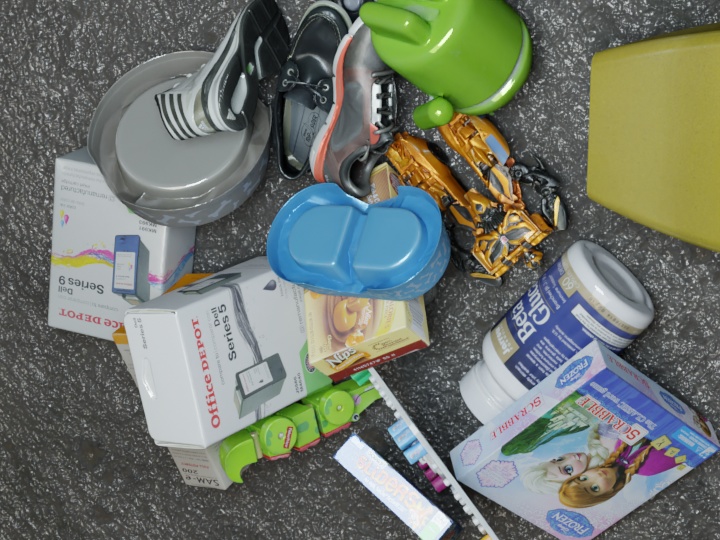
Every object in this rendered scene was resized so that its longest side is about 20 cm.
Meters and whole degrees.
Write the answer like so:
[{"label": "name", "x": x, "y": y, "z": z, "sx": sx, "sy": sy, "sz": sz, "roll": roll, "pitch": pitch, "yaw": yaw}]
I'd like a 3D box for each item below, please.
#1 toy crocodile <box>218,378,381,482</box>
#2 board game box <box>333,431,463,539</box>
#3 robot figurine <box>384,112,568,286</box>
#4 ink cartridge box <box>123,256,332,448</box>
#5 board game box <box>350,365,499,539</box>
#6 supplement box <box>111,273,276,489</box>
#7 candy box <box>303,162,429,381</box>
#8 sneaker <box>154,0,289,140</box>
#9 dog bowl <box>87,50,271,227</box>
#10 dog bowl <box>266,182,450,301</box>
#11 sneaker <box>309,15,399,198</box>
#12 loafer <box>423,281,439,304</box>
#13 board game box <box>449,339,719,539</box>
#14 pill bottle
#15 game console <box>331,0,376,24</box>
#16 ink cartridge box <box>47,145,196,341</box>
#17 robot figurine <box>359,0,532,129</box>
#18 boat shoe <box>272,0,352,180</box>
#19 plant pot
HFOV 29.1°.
[{"label": "toy crocodile", "x": -0.063, "y": 0.166, "z": 1.497, "sx": 0.067, "sy": 0.199, "sz": 0.062, "roll": 14, "pitch": 123, "yaw": 58}, {"label": "board game box", "x": 0.044, "y": 0.236, "z": 1.457, "sx": 0.135, "sy": 0.200, "sz": 0.035, "roll": 41, "pitch": 85, "yaw": 13}, {"label": "robot figurine", "x": 0.117, "y": -0.080, "z": 1.420, "sx": 0.145, "sy": 0.058, "sz": 0.200, "roll": -43, "pitch": 82, "yaw": 25}, {"label": "ink cartridge box", "x": -0.133, "y": 0.081, "z": 1.437, "sx": 0.083, "sy": 0.199, "sz": 0.147, "roll": -1, "pitch": 106, "yaw": 41}, {"label": "board game box", "x": 0.065, "y": 0.190, "z": 1.416, "sx": 0.026, "sy": 0.200, "sz": 0.201, "roll": -37, "pitch": 117, "yaw": -2}, {"label": "supplement box", "x": -0.170, "y": 0.120, "z": 1.514, "sx": 0.073, "sy": 0.126, "sz": 0.202, "roll": -1, "pitch": 120, "yaw": 42}, {"label": "candy box", "x": 0.000, "y": 0.000, "z": 1.428, "sx": 0.115, "sy": 0.055, "sz": 0.202, "roll": -21, "pitch": 54, "yaw": 23}, {"label": "sneaker", "x": -0.151, "y": -0.207, "z": 1.421, "sx": 0.114, "sy": 0.201, "sz": 0.076, "roll": -11, "pitch": 128, "yaw": 28}, {"label": "dog bowl", "x": -0.185, "y": -0.135, "z": 1.462, "sx": 0.198, "sy": 0.059, "sz": 0.202, "roll": -4, "pitch": 60, "yaw": 6}, {"label": "dog bowl", "x": 0.001, "y": -0.024, "z": 1.372, "sx": 0.198, "sy": 0.050, "sz": 0.112, "roll": 4, "pitch": 66, "yaw": 33}, {"label": "sneaker", "x": 0.015, "y": -0.165, "z": 1.392, "sx": 0.082, "sy": 0.077, "sz": 0.202, "roll": 37, "pitch": 123, "yaw": 35}, {"label": "loafer", "x": -0.012, "y": 0.032, "z": 1.494, "sx": 0.198, "sy": 0.070, "sz": 0.071, "roll": -18, "pitch": 98, "yaw": 26}, {"label": "board game box", "x": 0.229, "y": 0.183, "z": 1.409, "sx": 0.199, "sy": 0.041, "sz": 0.199, "roll": 32, "pitch": 119, "yaw": -32}, {"label": "pill bottle", "x": 0.194, "y": 0.075, "z": 1.412, "sx": 0.111, "sy": 0.111, "sz": 0.200, "roll": 43, "pitch": 113, "yaw": 4}, {"label": "game console", "x": 0.037, "y": -0.311, "z": 1.361, "sx": 0.199, "sy": 0.116, "sz": 0.177, "roll": -30, "pitch": 93, "yaw": 24}, {"label": "ink cartridge box", "x": -0.267, "y": -0.026, "z": 1.561, "sx": 0.144, "sy": 0.087, "sz": 0.202, "roll": 13, "pitch": 110, "yaw": 15}, {"label": "robot figurine", "x": 0.088, "y": -0.223, "z": 1.326, "sx": 0.115, "sy": 0.199, "sz": 0.177, "roll": 20, "pitch": 86, "yaw": 42}, {"label": "boat shoe", "x": -0.054, "y": -0.178, "z": 1.426, "sx": 0.074, "sy": 0.066, "sz": 0.200, "roll": 26, "pitch": 130, "yaw": 6}, {"label": "plant pot", "x": 0.314, "y": -0.134, "z": 1.279, "sx": 0.175, "sy": 0.200, "sz": 0.202, "roll": 8, "pitch": 107, "yaw": 28}]
